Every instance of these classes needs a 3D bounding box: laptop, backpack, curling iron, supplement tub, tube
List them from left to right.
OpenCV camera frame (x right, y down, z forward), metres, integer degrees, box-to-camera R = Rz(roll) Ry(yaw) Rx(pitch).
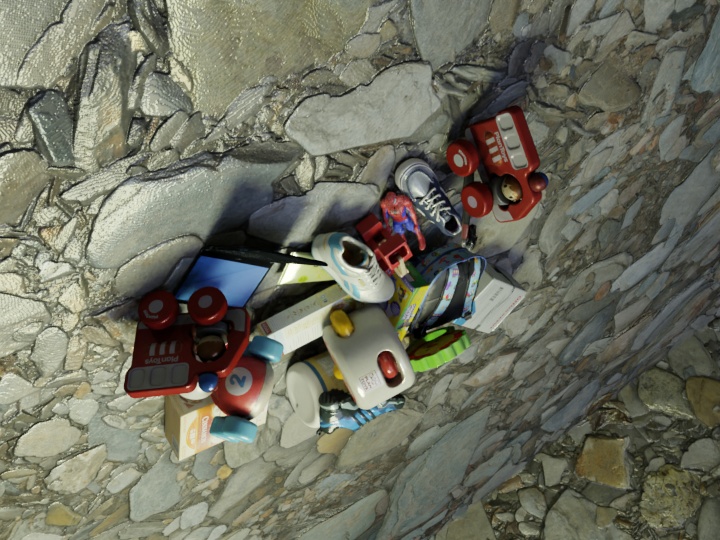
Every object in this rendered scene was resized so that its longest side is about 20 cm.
[{"bbox_3d":[-0.190,0.019,1.432,0.177,0.199,0.104,11,85,-52],"label":"laptop"},{"bbox_3d":[-0.064,-0.006,1.592,0.199,0.052,0.058,-2,90,-41],"label":"tube"},{"bbox_3d":[-0.046,0.242,1.828,0.199,0.145,0.145,-19,143,-31],"label":"supplement tub"},{"bbox_3d":[0.168,0.023,1.787,0.182,0.135,0.201,-18,143,-31],"label":"backpack"},{"bbox_3d":[0.209,-0.139,1.630,0.050,0.025,0.202,-6,96,-67],"label":"curling iron"}]

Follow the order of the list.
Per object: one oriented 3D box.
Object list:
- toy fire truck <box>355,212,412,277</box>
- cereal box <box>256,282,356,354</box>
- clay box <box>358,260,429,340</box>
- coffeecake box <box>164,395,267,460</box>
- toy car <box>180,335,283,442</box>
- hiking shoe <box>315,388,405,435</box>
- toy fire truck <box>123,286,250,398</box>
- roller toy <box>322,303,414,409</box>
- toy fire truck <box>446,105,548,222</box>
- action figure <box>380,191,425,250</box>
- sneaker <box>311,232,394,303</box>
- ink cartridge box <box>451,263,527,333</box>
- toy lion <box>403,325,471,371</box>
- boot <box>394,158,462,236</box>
[{"bbox_3d":[0.053,-0.033,1.588,0.049,0.141,0.200,-36,148,-4],"label":"toy fire truck"},{"bbox_3d":[-0.102,0.099,1.649,0.199,0.040,0.144,-26,159,-12],"label":"cereal box"},{"bbox_3d":[0.060,0.069,1.752,0.047,0.115,0.201,-10,137,-38],"label":"clay box"},{"bbox_3d":[-0.286,0.275,1.685,0.199,0.073,0.154,-20,143,-30],"label":"coffeecake box"},{"bbox_3d":[-0.270,0.193,1.519,0.199,0.185,0.177,23,162,-19],"label":"toy car"},{"bbox_3d":[-0.001,0.289,1.746,0.199,0.074,0.087,0,110,-25],"label":"hiking shoe"},{"bbox_3d":[-0.281,0.128,1.381,0.198,0.169,0.112,-5,146,5],"label":"toy fire truck"},{"bbox_3d":[0.010,0.170,1.645,0.139,0.183,0.200,-27,158,-7],"label":"roller toy"},{"bbox_3d":[0.263,-0.188,1.536,0.112,0.201,0.168,-26,-170,-29],"label":"toy fire truck"},{"bbox_3d":[0.081,-0.094,1.619,0.065,0.052,0.200,-2,151,17],"label":"action figure"},{"bbox_3d":[0.000,0.000,1.559,0.200,0.080,0.077,37,63,-35],"label":"sneaker"},{"bbox_3d":[0.290,0.062,2.015,0.145,0.084,0.200,-49,147,15],"label":"ink cartridge box"},{"bbox_3d":[0.155,0.168,1.805,0.191,0.069,0.200,-23,-173,31],"label":"toy lion"},{"bbox_3d":[0.138,-0.137,1.594,0.073,0.090,0.200,-43,149,7],"label":"boot"}]
